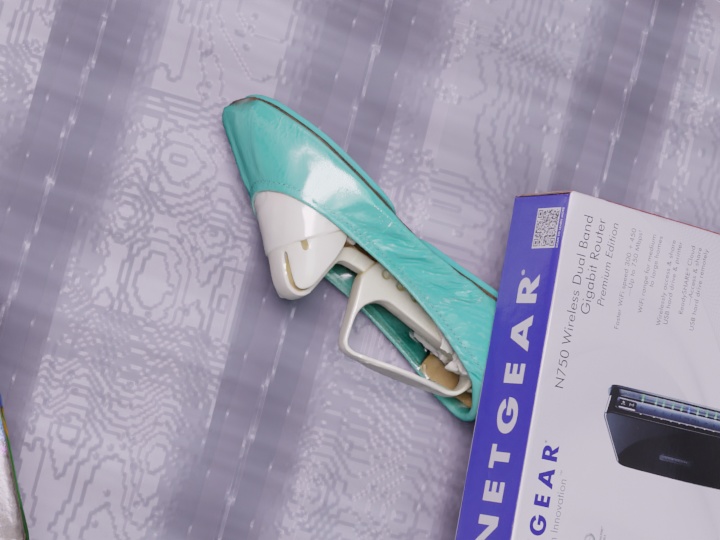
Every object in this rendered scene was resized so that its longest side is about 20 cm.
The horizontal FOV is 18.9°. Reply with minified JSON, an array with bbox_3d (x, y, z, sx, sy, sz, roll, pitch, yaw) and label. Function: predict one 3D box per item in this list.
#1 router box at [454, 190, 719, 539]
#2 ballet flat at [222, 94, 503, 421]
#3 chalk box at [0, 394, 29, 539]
[{"bbox_3d":[0.141,0.080,1.043,0.178,0.049,0.202,14,83,-30],"label":"router box"},{"bbox_3d":[0.000,0.000,1.037,0.200,0.067,0.071,40,64,-7],"label":"ballet flat"},{"bbox_3d":[-0.226,0.036,0.966,0.123,0.124,0.202,-10,86,-11],"label":"chalk box"}]
